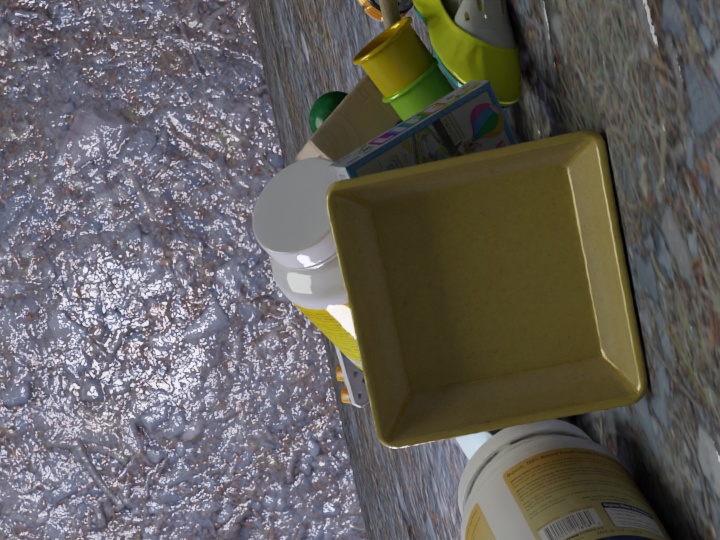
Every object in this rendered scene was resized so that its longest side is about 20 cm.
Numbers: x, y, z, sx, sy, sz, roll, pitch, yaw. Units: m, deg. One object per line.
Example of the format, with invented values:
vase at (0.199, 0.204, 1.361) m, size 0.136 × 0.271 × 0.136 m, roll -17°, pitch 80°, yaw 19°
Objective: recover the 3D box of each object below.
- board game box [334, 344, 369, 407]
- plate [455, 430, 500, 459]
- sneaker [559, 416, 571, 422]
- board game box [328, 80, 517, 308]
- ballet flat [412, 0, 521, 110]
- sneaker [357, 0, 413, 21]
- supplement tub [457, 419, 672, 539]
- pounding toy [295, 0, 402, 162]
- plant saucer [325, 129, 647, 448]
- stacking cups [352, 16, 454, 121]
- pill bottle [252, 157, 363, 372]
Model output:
board game box at (0.024, -0.003, 1.730) m, size 0.026 × 0.199 × 0.202 m, roll -1°, pitch 113°, yaw 43°
plate at (0.153, 0.190, 1.558) m, size 0.200 × 0.026 × 0.200 m, roll 44°, pitch 168°, yaw 12°
sneaker at (0.145, 0.098, 1.540) m, size 0.081 × 0.075 × 0.201 m, roll 56°, pitch 168°, yaw 41°
board game box at (0.078, -0.021, 1.360) m, size 0.202 × 0.134 × 0.034 m, roll 64°, pitch 162°, yaw -15°
ballet flat at (0.086, -0.201, 1.442) m, size 0.201 × 0.066 × 0.068 m, roll -113°, pitch 40°, yaw -55°
sneaker at (0.020, -0.333, 1.663) m, size 0.077 × 0.078 × 0.202 m, roll -12°, pitch 96°, yaw 69°
supplement tub at (0.156, 0.214, 1.347) m, size 0.200 × 0.143 × 0.146 m, roll -116°, pitch 13°, yaw -59°
pounding toy at (0.036, -0.120, 1.572) m, size 0.200 × 0.142 × 0.184 m, roll 42°, pitch 174°, yaw -4°
plant saucer at (0.091, 0.011, 1.296) m, size 0.048 × 0.198 × 0.202 m, roll -78°, pitch -24°, yaw -75°
stacking cups at (0.077, -0.110, 1.471) m, size 0.200 × 0.060 × 0.061 m, roll 51°, pitch 177°, yaw -12°
pill bottle at (0.000, 0.000, 1.434) m, size 0.200 × 0.112 × 0.113 m, roll 47°, pitch -163°, yaw -48°
